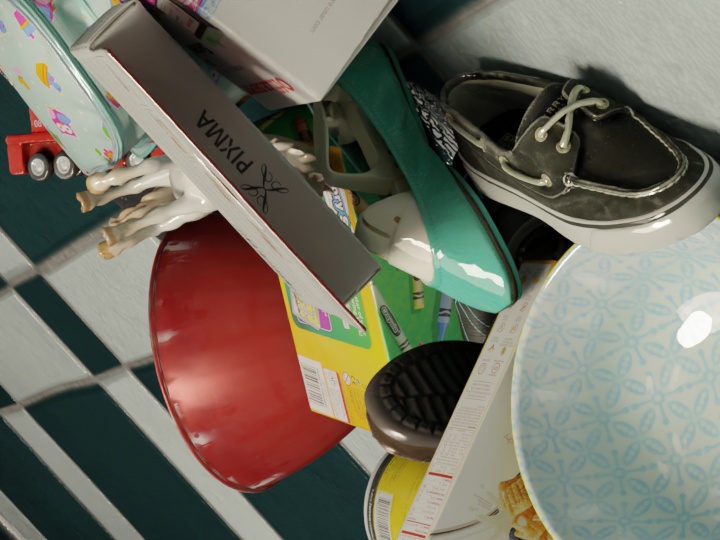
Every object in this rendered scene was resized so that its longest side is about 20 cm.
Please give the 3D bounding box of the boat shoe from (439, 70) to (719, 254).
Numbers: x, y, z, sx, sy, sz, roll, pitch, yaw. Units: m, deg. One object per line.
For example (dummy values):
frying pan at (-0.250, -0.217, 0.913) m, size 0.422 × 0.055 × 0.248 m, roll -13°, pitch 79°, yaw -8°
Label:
boat shoe at (0.108, -0.062, 1.172) m, size 0.200 × 0.071 × 0.064 m, roll 20°, pitch 149°, yaw 53°

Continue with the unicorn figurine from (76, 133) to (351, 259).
unicorn figurine at (-0.097, -0.049, 1.382) m, size 0.200 × 0.137 × 0.074 m, roll -140°, pitch 34°, yaw -69°

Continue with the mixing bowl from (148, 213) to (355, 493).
mixing bowl at (-0.047, 0.044, 1.556) m, size 0.108 × 0.201 × 0.201 m, roll -15°, pitch 125°, yaw 26°

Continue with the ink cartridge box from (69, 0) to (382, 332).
ink cartridge box at (-0.067, -0.059, 1.208) m, size 0.200 × 0.044 × 0.174 m, roll 47°, pitch 173°, yaw -13°

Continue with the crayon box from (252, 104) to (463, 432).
crayon box at (0.000, 0.000, 1.419) m, size 0.119 × 0.058 × 0.201 m, roll 15°, pitch 122°, yaw 56°

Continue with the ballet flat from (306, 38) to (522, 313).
ballet flat at (0.019, -0.046, 1.274) m, size 0.067 × 0.070 × 0.201 m, roll 95°, pitch 152°, yaw -55°

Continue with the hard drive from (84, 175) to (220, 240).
hard drive at (-0.170, -0.085, 1.706) m, size 0.200 × 0.042 × 0.135 m, roll 39°, pitch 159°, yaw 19°

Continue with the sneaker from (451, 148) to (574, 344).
sneaker at (0.086, -0.003, 1.352) m, size 0.079 × 0.075 × 0.200 m, roll 51°, pitch 158°, yaw 28°

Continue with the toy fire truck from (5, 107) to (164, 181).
toy fire truck at (-0.208, -0.137, 1.623) m, size 0.199 × 0.049 × 0.142 m, roll -2°, pitch 96°, yaw 33°

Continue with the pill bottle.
pill bottle at (0.096, 0.181, 1.598) m, size 0.200 × 0.112 × 0.112 m, roll 11°, pitch 141°, yaw 57°

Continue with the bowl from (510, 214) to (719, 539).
bowl at (0.186, 0.070, 1.182) m, size 0.107 × 0.201 × 0.200 m, roll 6°, pitch -168°, yaw -43°

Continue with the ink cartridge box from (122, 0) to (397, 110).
ink cartridge box at (-0.089, -0.176, 1.204) m, size 0.200 × 0.084 × 0.145 m, roll 36°, pitch 174°, yaw -12°

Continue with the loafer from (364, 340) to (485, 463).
loafer at (0.082, 0.088, 1.329) m, size 0.071 × 0.199 × 0.073 m, roll -55°, pitch 49°, yaw 39°

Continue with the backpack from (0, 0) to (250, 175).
backpack at (-0.140, -0.156, 1.367) m, size 0.176 × 0.153 × 0.200 m, roll 55°, pitch 152°, yaw -10°

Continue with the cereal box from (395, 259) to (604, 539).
cereal box at (0.111, 0.114, 1.264) m, size 0.144 × 0.201 × 0.039 m, roll 31°, pitch 166°, yaw -27°
